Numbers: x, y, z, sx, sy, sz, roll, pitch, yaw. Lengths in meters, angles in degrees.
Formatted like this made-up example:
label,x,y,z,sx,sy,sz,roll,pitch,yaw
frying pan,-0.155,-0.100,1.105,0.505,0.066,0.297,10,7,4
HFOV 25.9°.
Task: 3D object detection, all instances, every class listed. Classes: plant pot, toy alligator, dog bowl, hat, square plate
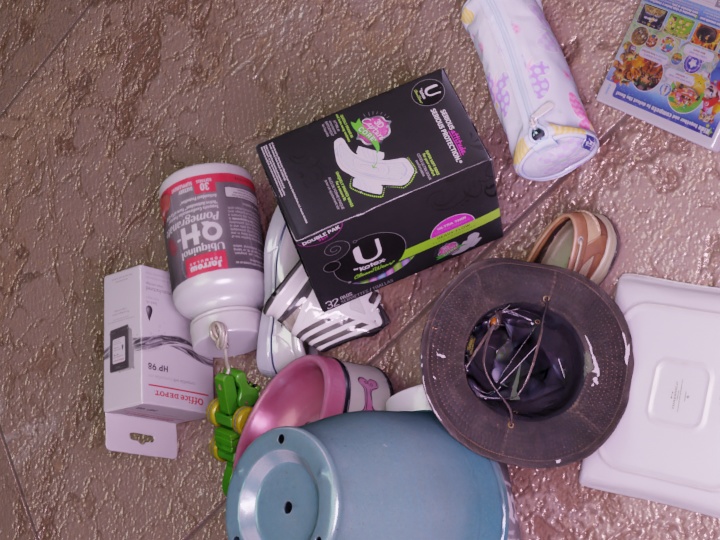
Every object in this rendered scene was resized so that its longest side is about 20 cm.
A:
label,x,y,z,sx,sy,sz,roll,pitch,yaw
plant pot,-0.007,0.211,1.347,0.200,0.188,0.201,-12,73,42
toy alligator,-0.127,0.147,1.681,0.059,0.054,0.201,12,110,48
dog bowl,-0.054,0.173,1.579,0.200,0.074,0.201,-44,30,33
hat,0.140,0.086,1.401,0.081,0.200,0.201,146,129,-73
square plate,0.287,0.109,1.374,0.198,0.028,0.201,9,85,43

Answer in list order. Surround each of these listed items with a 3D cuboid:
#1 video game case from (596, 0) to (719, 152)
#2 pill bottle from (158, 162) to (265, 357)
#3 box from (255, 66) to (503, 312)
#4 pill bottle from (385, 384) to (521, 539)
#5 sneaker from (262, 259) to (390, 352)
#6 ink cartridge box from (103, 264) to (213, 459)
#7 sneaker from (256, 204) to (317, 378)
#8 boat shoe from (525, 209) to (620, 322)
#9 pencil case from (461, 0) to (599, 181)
label,x,y,z,sx,sy,sz,roll,pitch,yaw
video game case,0.314,-0.225,1.440,0.143,0.018,0.201,31,100,41
pill bottle,-0.159,-0.010,1.744,0.111,0.111,0.201,-27,62,34
box,0.022,-0.077,1.522,0.199,0.149,0.125,-23,59,-2
pill bottle,0.086,0.211,1.468,0.114,0.114,0.201,-25,64,35
sneaker,0.000,0.000,1.641,0.201,0.115,0.076,-52,3,-11
ink cartridge box,-0.227,0.106,1.773,0.067,0.116,0.201,-16,70,37
sneaker,-0.063,0.019,1.691,0.071,0.073,0.201,1,83,21
boat shoe,0.166,0.029,1.470,0.076,0.074,0.201,34,102,41
pencil case,0.161,-0.185,1.518,0.083,0.091,0.201,-34,58,31
